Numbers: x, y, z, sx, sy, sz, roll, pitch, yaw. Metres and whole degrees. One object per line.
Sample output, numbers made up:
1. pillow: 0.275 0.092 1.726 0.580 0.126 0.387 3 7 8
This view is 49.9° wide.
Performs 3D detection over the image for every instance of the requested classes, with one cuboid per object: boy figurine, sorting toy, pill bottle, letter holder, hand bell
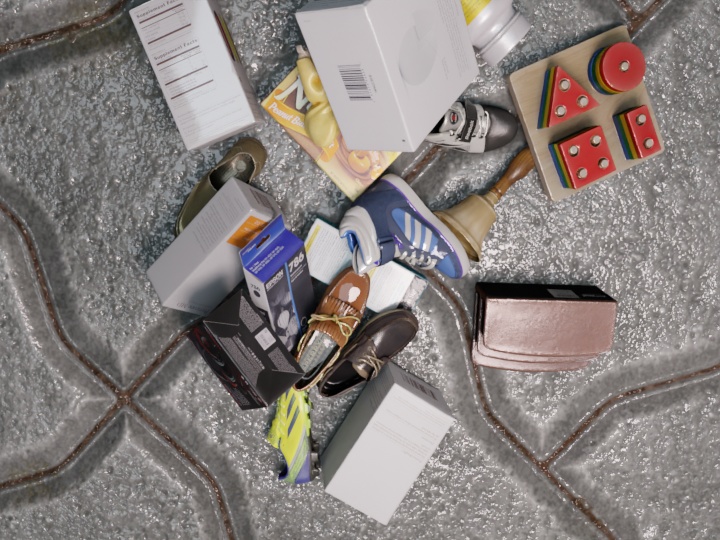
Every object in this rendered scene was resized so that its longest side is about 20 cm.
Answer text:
1. boy figurine: -0.036 -0.275 1.084 0.122 0.064 0.204 0 100 -32
2. sorting toy: 0.343 -0.232 1.136 0.197 0.070 0.202 -24 99 -6
3. pill bottle: 0.148 -0.392 1.098 0.200 0.111 0.111 44 96 -7
4. letter holder: 0.277 0.101 1.193 0.195 0.101 0.145 2 102 -2
5. hand bell: 0.210 -0.120 1.170 0.104 0.104 0.200 45 84 -8

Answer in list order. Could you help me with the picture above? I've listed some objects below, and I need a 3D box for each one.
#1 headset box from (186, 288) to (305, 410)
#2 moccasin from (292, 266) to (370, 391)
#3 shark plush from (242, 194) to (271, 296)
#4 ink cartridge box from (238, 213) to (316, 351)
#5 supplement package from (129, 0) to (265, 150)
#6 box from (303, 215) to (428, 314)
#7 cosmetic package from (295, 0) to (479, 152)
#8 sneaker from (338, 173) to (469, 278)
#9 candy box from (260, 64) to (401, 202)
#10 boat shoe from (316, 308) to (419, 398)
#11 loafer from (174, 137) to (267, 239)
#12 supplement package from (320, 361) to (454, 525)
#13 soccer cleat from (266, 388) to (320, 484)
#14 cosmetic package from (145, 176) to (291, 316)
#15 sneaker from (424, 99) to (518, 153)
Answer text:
1. headset box: -0.174 0.123 1.130 0.075 0.200 0.150 -38 94 -22
2. moccasin: -0.048 0.087 1.145 0.073 0.078 0.203 35 96 -8
3. shark plush: -0.157 -0.011 1.183 0.082 0.090 0.204 8 108 29
4. ink cartridge box: -0.115 0.027 1.128 0.039 0.100 0.202 20 139 29
5. supplement package: -0.228 -0.288 1.107 0.108 0.114 0.203 -21 100 4
6. box: 0.000 0.000 1.193 0.198 0.049 0.083 30 99 -6
7. cosmetic package: 0.044 -0.299 1.025 0.201 0.121 0.202 -49 132 -33
8. sneaker: 0.055 -0.027 1.143 0.147 0.080 0.201 -46 102 -19
9. candy box: -0.039 -0.215 1.152 0.115 0.055 0.200 -44 97 4
10. boat shoe: 0.011 0.136 1.180 0.199 0.074 0.074 -39 114 24
11. loafer: -0.216 -0.114 1.160 0.075 0.067 0.202 34 97 -6
12. supplement package: 0.038 0.262 1.201 0.116 0.117 0.202 31 98 -13
13. soccer cleat: -0.113 0.243 1.226 0.082 0.065 0.205 -7 100 2
14. cosmetic package: -0.208 -0.031 1.134 0.200 0.101 0.072 -44 60 16
15. sneaker: 0.142 -0.214 1.142 0.195 0.089 0.076 3 98 -3
